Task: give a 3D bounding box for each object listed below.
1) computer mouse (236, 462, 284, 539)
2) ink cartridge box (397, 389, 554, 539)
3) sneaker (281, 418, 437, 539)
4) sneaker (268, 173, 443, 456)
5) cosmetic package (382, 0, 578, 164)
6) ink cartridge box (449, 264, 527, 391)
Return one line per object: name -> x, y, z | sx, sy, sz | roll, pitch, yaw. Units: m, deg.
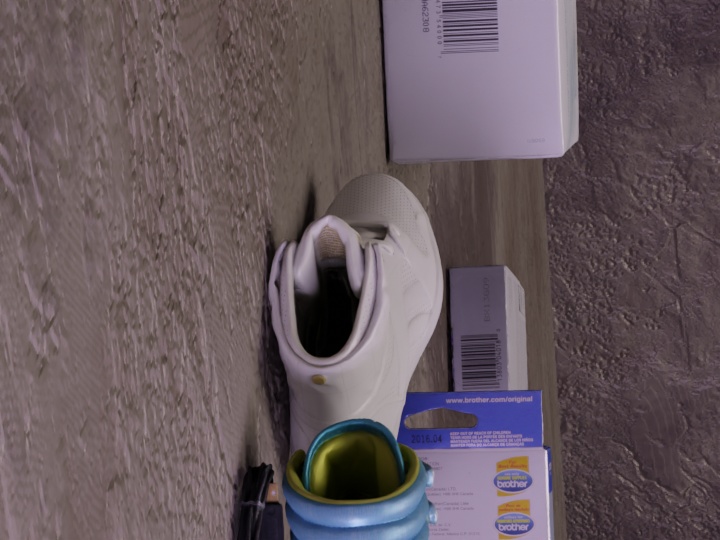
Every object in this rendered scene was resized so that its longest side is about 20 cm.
computer mouse -> -0.035, 0.186, 1.084 | 0.059, 0.034, 0.200 | 4, 83, -81
ink cartridge box -> 0.050, 0.167, 1.362 | 0.042, 0.119, 0.200 | -3, 91, -80
sneaker -> 0.002, 0.133, 1.150 | 0.200, 0.080, 0.131 | 167, -84, -83
sneaker -> 0.000, 0.000, 1.224 | 0.116, 0.074, 0.200 | 84, 10, -47
cosmetic package -> 0.087, -0.180, 1.691 | 0.200, 0.123, 0.199 | -42, 130, -81
ink cartridge box -> 0.109, 0.059, 2.029 | 0.200, 0.050, 0.109 | 37, 51, -81
